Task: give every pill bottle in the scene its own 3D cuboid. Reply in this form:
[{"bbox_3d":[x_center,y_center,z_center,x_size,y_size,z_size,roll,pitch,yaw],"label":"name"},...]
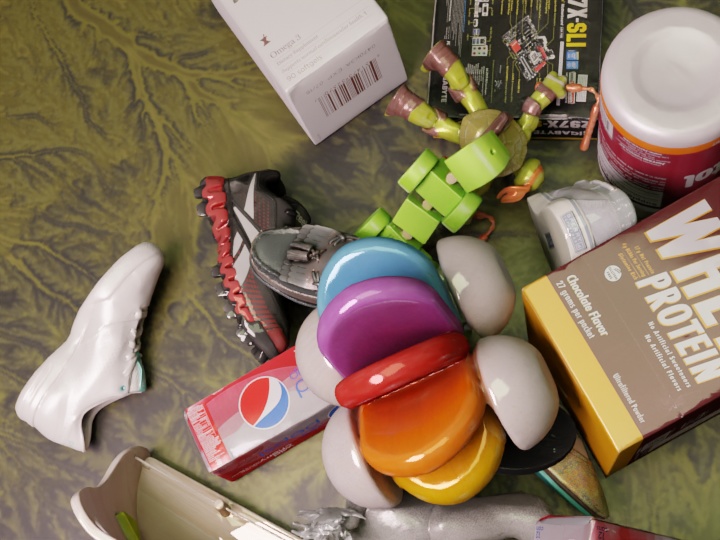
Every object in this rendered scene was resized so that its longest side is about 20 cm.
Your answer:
[{"bbox_3d":[0.250,-0.116,0.880,0.112,0.200,0.114,-3,72,10],"label":"pill bottle"}]

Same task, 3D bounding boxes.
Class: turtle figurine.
[{"bbox_3d":[0.100,-0.111,0.948,0.161,0.064,0.200,39,106,3],"label":"turtle figurine"}]

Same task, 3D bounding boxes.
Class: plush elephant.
[{"bbox_3d":[0.040,0.238,0.848,0.198,0.156,0.164,-11,23,-29],"label":"plush elephant"}]

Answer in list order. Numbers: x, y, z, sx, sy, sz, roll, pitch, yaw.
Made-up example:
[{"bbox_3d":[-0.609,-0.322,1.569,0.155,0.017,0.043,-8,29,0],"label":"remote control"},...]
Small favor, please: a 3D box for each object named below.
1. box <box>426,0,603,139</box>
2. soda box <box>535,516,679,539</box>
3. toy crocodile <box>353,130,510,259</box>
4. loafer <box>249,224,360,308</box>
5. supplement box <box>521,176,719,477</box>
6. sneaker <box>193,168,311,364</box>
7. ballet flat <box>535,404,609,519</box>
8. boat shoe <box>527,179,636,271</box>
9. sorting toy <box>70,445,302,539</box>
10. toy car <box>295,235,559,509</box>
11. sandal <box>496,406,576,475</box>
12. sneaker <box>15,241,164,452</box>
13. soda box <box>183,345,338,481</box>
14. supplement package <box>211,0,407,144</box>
[{"bbox_3d":[0.148,-0.224,1.018,0.158,0.049,0.202,2,73,10],"label":"box"},{"bbox_3d":[0.219,0.231,0.785,0.199,0.063,0.071,19,72,-25],"label":"soda box"},{"bbox_3d":[0.051,-0.047,0.934,0.067,0.062,0.200,41,128,0],"label":"toy crocodile"},{"bbox_3d":[0.000,0.000,0.896,0.198,0.063,0.072,18,71,8],"label":"loafer"},{"bbox_3d":[0.245,0.044,0.831,0.199,0.197,0.134,-29,71,1],"label":"supplement box"},{"bbox_3d":[-0.086,-0.014,0.978,0.097,0.071,0.202,-19,58,2],"label":"sneaker"},{"bbox_3d":[0.134,0.125,0.899,0.199,0.071,0.071,35,82,23],"label":"ballet flat"},{"bbox_3d":[0.182,-0.038,0.878,0.071,0.201,0.071,-20,92,3],"label":"boat shoe"},{"bbox_3d":[-0.150,0.222,0.869,0.199,0.180,0.108,24,78,18],"label":"sorting toy"},{"bbox_3d":[0.030,0.061,0.768,0.174,0.150,0.201,-27,57,15],"label":"toy car"},{"bbox_3d":[0.073,0.104,0.853,0.199,0.048,0.076,18,57,12],"label":"sandal"},{"bbox_3d":[-0.227,0.073,1.001,0.088,0.075,0.201,33,88,7],"label":"sneaker"},{"bbox_3d":[-0.050,0.106,0.943,0.199,0.070,0.064,-29,70,0],"label":"soda box"},{"bbox_3d":[-0.062,-0.246,1.033,0.116,0.117,0.201,-36,69,0],"label":"supplement package"}]
